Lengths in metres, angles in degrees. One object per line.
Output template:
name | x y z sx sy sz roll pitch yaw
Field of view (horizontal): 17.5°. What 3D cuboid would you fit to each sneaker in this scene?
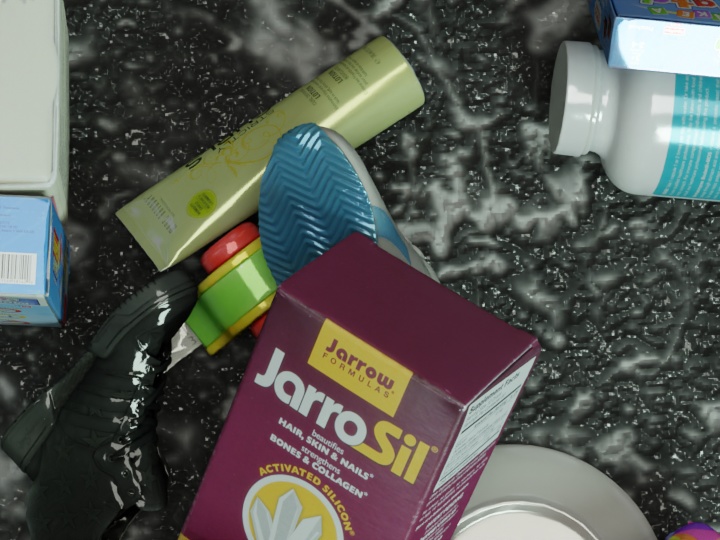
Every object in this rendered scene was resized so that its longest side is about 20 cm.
sneaker | 0.000 0.000 1.402 0.076 0.081 0.201 -15 111 21
sneaker | -0.140 0.099 1.391 0.200 0.060 0.104 -45 78 21

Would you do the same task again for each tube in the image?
tube | -0.054 -0.071 1.441 0.200 0.058 0.052 -33 88 -7

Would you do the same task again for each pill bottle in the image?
pill bottle | 0.219 -0.098 1.438 0.199 0.111 0.111 5 84 -5

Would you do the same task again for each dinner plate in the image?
dinner plate | 0.096 0.208 1.445 0.199 0.024 0.201 0 86 -4

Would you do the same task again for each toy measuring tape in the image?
toy measuring tape | -0.094 0.030 1.423 0.200 0.074 0.074 -37 88 -7

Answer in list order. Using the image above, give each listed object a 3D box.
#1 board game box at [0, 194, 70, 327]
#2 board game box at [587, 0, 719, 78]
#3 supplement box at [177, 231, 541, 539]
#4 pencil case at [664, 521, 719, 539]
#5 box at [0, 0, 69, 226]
board game box | -0.271 -0.007 1.349 0.199 0.196 0.056 3 84 -5
board game box | 0.212 -0.166 1.406 0.150 0.200 0.037 5 115 -4
supplement box | -0.003 0.103 1.335 0.131 0.103 0.201 31 121 16
pencil case | 0.141 0.217 1.386 0.199 0.088 0.089 -19 86 -27
box | -0.225 -0.098 1.359 0.108 0.200 0.129 0 84 -5
